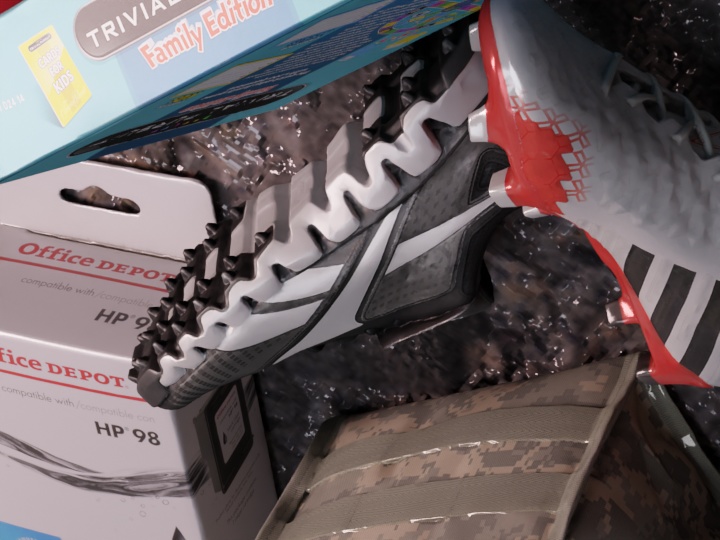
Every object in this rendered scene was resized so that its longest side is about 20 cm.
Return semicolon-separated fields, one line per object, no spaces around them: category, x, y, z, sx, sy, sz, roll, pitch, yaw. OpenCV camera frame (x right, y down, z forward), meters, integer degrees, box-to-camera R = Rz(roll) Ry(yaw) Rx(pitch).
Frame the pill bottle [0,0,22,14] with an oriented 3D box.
pill bottle;-0.117;-0.132;0.700;0.112;0.112;0.200;31;137;1

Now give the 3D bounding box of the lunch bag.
lunch bag;0.032;0.140;0.796;0.164;0.200;0.118;-15;120;39

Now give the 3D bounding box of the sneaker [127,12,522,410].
sneaker;0.000;0.000;0.763;0.090;0.066;0.200;38;117;-19

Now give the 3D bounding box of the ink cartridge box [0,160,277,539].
ink cartridge box;-0.109;0.052;0.892;0.116;0.067;0.200;10;132;23

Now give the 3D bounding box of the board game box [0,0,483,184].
board game box;-0.007;-0.092;0.634;0.200;0.151;0.047;-22;90;36

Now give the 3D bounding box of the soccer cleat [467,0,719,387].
soccer cleat;0.101;-0.029;0.687;0.085;0.069;0.200;-15;137;24
